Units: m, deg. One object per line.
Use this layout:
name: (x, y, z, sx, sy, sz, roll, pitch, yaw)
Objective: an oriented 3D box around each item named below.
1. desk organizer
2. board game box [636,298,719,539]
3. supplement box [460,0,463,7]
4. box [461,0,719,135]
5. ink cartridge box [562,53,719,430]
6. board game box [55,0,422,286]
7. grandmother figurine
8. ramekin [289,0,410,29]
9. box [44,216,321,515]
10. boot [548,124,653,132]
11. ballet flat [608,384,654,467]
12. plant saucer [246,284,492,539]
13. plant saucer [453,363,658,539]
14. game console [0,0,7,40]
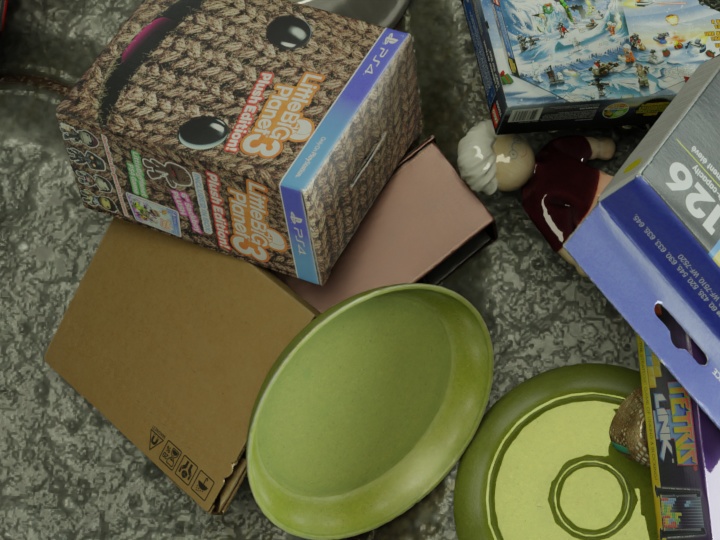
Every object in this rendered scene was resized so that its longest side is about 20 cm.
desk organizer: (0.000, 0.000, 1.439, 0.200, 0.072, 0.077, -38, 78, -2)
board game box: (0.270, 0.114, 1.325, 0.164, 0.057, 0.202, -4, 86, -34)
supplement box: (0.171, -0.224, 1.466, 0.199, 0.067, 0.069, -30, 64, -1)
box: (0.175, -0.166, 1.370, 0.199, 0.040, 0.138, -4, 63, -14)
ink cartridge box: (0.249, -0.011, 1.277, 0.198, 0.047, 0.200, 48, 52, -10)
board game box: (-0.082, -0.104, 1.387, 0.199, 0.097, 0.160, 18, 55, 22)
grandmother figurine: (0.160, -0.053, 1.406, 0.199, 0.061, 0.122, 22, 42, -9)
ramekin: (-0.058, -0.253, 1.492, 0.201, 0.094, 0.204, -2, 77, 7)
box: (-0.128, 0.049, 1.409, 0.200, 0.021, 0.164, 38, 106, 33)
boot: (0.199, -0.108, 1.406, 0.153, 0.074, 0.205, -11, 62, -20)
ballet flat: (0.244, 0.070, 1.385, 0.199, 0.065, 0.071, -31, 104, -32)
plant saucer: (0.002, 0.092, 1.363, 0.200, 0.200, 0.031, -45, 46, -4)
plant saucer: (0.163, 0.162, 1.402, 0.198, 0.031, 0.202, -1, 78, 7)
game console: (-0.327, -0.250, 1.513, 0.171, 0.119, 0.202, 4, 77, 8)
